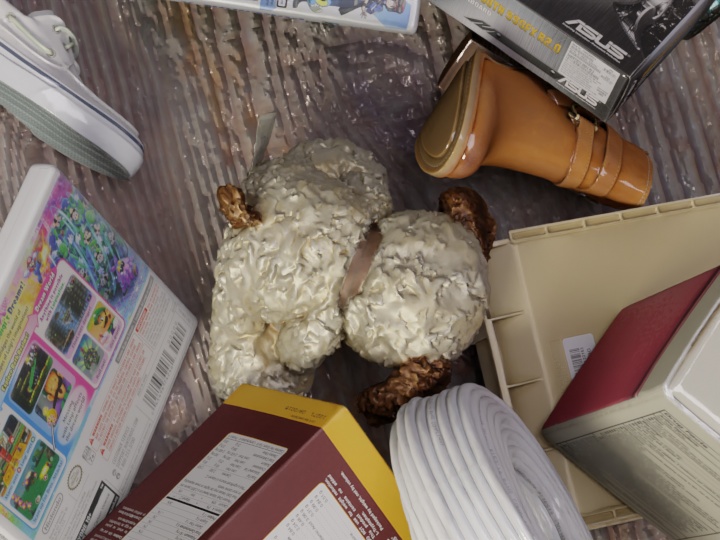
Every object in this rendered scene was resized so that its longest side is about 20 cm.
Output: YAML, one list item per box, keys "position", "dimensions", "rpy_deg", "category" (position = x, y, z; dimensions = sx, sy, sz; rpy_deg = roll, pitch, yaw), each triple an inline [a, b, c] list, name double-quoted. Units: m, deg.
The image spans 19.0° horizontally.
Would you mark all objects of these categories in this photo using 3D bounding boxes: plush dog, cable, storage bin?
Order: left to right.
- position: [0.000, 0.000, 1.353]
  dimensions: [0.171, 0.161, 0.201]
  rpy_deg: [17, 71, 12]
  category: "plush dog"
- position: [0.087, 0.158, 1.273]
  dimensions: [0.069, 0.200, 0.201]
  rpy_deg: [-30, 65, 12]
  category: "cable"
- position: [0.172, 0.067, 1.447]
  dimensions: [0.197, 0.094, 0.202]
  rpy_deg: [-10, 82, -18]
  category: "storage bin"

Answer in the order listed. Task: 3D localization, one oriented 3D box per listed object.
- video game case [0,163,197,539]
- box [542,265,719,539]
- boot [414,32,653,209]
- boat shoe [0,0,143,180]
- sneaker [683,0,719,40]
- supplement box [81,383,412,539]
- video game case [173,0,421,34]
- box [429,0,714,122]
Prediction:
- position: [-0.183, 0.068, 1.302]
  dimensions: [0.182, 0.024, 0.201]
  rpy_deg: [51, 52, -47]
  category: "video game case"
- position: [0.216, 0.083, 1.300]
  dimensions: [0.128, 0.200, 0.109]
  rpy_deg: [39, 71, -6]
  category: "box"
- position: [0.119, -0.078, 1.426]
  dimensions: [0.155, 0.200, 0.077]
  rpy_deg: [33, 107, -6]
  category: "boot"
- position: [-0.213, -0.139, 1.382]
  dimensions: [0.199, 0.074, 0.067]
  rpy_deg: [36, 73, -6]
  category: "boat shoe"
- position: [0.282, -0.257, 1.561]
  dimensions: [0.200, 0.078, 0.087]
  rpy_deg: [-38, 87, -21]
  category: "sneaker"
- position: [-0.056, 0.213, 1.294]
  dimensions: [0.200, 0.133, 0.198]
  rpy_deg: [-43, 112, -21]
  category: "supplement box"
- position: [-0.040, -0.262, 1.363]
  dimensions: [0.181, 0.022, 0.202]
  rpy_deg: [8, 91, -3]
  category: "video game case"
- position: [0.132, -0.209, 1.465]
  dimensions: [0.199, 0.048, 0.158]
  rpy_deg: [36, 51, 11]
  category: "box"
